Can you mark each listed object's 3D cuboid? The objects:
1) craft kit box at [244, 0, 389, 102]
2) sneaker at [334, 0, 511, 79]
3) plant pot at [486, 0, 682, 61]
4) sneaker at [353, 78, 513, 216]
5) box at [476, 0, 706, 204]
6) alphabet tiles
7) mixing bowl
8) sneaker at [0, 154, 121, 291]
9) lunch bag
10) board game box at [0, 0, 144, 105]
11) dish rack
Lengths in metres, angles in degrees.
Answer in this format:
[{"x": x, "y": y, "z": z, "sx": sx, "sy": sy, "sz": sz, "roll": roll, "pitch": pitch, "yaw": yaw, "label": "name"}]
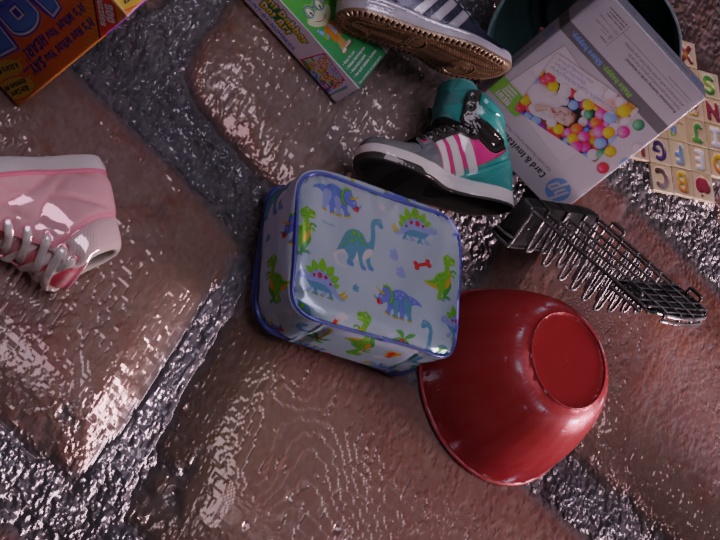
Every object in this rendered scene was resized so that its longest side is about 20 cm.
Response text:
[{"x": -0.031, "y": -0.301, "z": 1.770, "sx": 0.198, "sy": 0.048, "sz": 0.200, "roll": 45, "pitch": 52, "yaw": -13, "label": "craft kit box"}, {"x": 0.068, "y": -0.264, "z": 1.761, "sx": 0.199, "sy": 0.070, "sz": 0.109, "roll": 17, "pitch": 65, "yaw": -29, "label": "sneaker"}, {"x": 0.233, "y": -0.253, "z": 1.879, "sx": 0.200, "sy": 0.200, "sz": 0.134, "roll": 45, "pitch": 25, "yaw": -16, "label": "plant pot"}, {"x": 0.076, "y": -0.133, "z": 1.761, "sx": 0.200, "sy": 0.083, "sz": 0.121, "roll": 16, "pitch": 69, "yaw": -42, "label": "sneaker"}, {"x": 0.223, "y": -0.174, "z": 1.823, "sx": 0.156, "sy": 0.200, "sz": 0.041, "roll": 44, "pitch": 24, "yaw": -17, "label": "box"}, {"x": 0.358, "y": -0.178, "z": 2.050, "sx": 0.166, "sy": 0.006, "sz": 0.201, "roll": 10, "pitch": 68, "yaw": -36, "label": "alphabet tiles"}, {"x": 0.165, "y": 0.099, "z": 1.732, "sx": 0.200, "sy": 0.108, "sz": 0.201, "roll": 15, "pitch": 64, "yaw": -33, "label": "mixing bowl"}, {"x": -0.277, "y": -0.033, "z": 1.454, "sx": 0.200, "sy": 0.075, "sz": 0.105, "roll": -9, "pitch": 74, "yaw": -44, "label": "sneaker"}, {"x": 0.000, "y": 0.000, "z": 1.655, "sx": 0.200, "sy": 0.082, "sz": 0.161, "roll": 17, "pitch": 65, "yaw": -33, "label": "lunch bag"}, {"x": -0.250, "y": -0.301, "z": 1.493, "sx": 0.200, "sy": 0.200, "sz": 0.200, "roll": 49, "pitch": 52, "yaw": -12, "label": "board game box"}, {"x": 0.242, "y": 0.000, "z": 1.765, "sx": 0.200, "sy": 0.055, "sz": 0.153, "roll": 43, "pitch": 23, "yaw": 30, "label": "dish rack"}]
